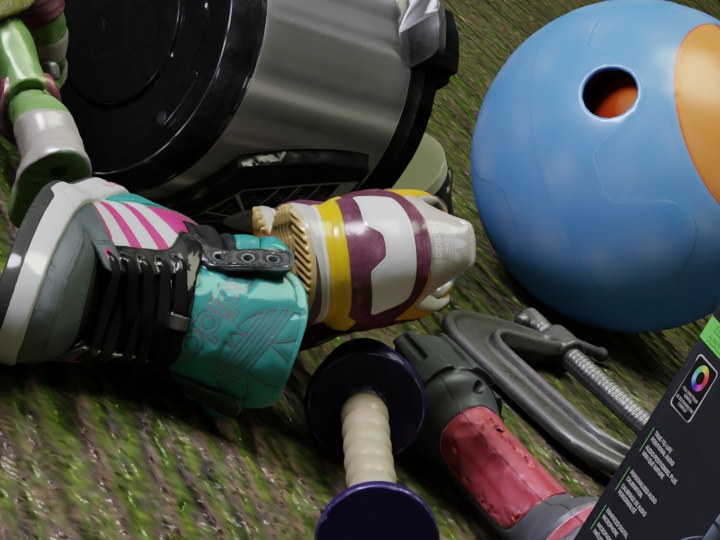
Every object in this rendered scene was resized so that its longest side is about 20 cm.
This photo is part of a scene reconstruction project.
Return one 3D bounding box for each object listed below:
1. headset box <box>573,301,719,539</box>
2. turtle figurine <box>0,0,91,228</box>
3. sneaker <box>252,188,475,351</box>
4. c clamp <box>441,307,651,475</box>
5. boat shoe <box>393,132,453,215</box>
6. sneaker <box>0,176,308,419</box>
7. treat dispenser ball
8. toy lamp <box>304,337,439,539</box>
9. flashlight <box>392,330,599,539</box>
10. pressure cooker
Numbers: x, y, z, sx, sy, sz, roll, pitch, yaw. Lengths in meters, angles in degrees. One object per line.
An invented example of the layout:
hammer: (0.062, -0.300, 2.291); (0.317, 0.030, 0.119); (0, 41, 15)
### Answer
headset box: (0.161, 0.132, 1.124); (0.092, 0.201, 0.174); (23, 17, -27)
turtle figurine: (-0.202, -0.094, 1.409); (0.144, 0.199, 0.194); (48, 19, -46)
sneaker: (0.000, 0.000, 1.380); (0.090, 0.075, 0.200); (-4, 2, -8)
c clamp: (0.130, 0.068, 1.626); (0.170, 0.027, 0.200); (20, 18, -39)
boat shoe: (-0.033, -0.069, 1.700); (0.201, 0.074, 0.063); (26, -28, 27)
sneaker: (-0.085, 0.018, 1.259); (0.120, 0.084, 0.200); (22, 12, 4)
treat dispenser ball: (0.166, -0.063, 1.791); (0.200, 0.201, 0.201); (29, 14, -8)
toy lamp: (0.005, 0.079, 1.280); (0.058, 0.058, 0.200); (28, 16, -12)
flashlight: (0.070, 0.095, 1.335); (0.068, 0.068, 0.200); (15, 22, -39)
pressure cooker: (-0.055, -0.111, 1.552); (0.200, 0.179, 0.176); (13, 19, -48)
